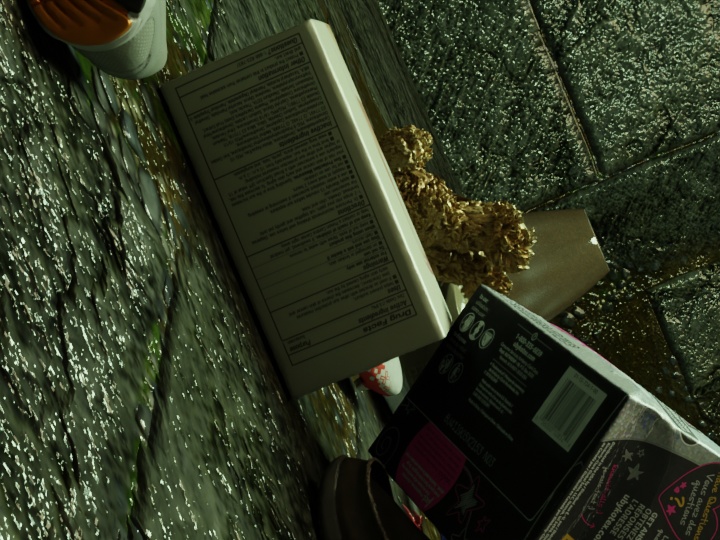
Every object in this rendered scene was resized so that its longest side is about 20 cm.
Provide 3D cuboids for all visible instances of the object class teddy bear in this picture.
[{"bbox_3d":[0.028,-0.040,1.233,0.200,0.067,0.145,39,-30,-11],"label":"teddy bear"}]

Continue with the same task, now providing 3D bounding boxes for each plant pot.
[{"bbox_3d":[0.231,-0.005,2.389,0.187,0.199,0.187,-23,90,-83],"label":"plant pot"}]

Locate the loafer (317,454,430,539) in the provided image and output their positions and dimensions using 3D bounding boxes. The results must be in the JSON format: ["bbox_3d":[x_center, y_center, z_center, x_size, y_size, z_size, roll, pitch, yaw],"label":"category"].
[{"bbox_3d":[0.033,0.181,0.941,0.073,0.071,0.200,57,10,-53],"label":"loafer"}]

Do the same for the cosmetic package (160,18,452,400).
[{"bbox_3d":[-0.029,-0.038,1.041,0.087,0.103,0.201,-37,105,-81],"label":"cosmetic package"}]

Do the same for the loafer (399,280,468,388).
[{"bbox_3d":[0.046,0.020,1.331,0.067,0.076,0.201,-28,104,-84],"label":"loafer"}]

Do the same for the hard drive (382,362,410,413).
[{"bbox_3d":[0.008,0.034,1.373,0.132,0.027,0.200,-103,168,-50],"label":"hard drive"}]

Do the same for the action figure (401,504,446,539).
[{"bbox_3d":[0.070,0.179,1.228,0.052,0.065,0.200,48,27,-36],"label":"action figure"}]

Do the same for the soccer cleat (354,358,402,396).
[{"bbox_3d":[0.000,0.000,1.192,0.069,0.085,0.200,-97,163,-64],"label":"soccer cleat"}]

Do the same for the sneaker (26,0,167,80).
[{"bbox_3d":[-0.139,-0.182,0.854,0.092,0.075,0.201,68,9,-71],"label":"sneaker"}]

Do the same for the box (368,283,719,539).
[{"bbox_3d":[0.113,0.112,1.004,0.115,0.132,0.200,33,3,-26],"label":"box"}]
